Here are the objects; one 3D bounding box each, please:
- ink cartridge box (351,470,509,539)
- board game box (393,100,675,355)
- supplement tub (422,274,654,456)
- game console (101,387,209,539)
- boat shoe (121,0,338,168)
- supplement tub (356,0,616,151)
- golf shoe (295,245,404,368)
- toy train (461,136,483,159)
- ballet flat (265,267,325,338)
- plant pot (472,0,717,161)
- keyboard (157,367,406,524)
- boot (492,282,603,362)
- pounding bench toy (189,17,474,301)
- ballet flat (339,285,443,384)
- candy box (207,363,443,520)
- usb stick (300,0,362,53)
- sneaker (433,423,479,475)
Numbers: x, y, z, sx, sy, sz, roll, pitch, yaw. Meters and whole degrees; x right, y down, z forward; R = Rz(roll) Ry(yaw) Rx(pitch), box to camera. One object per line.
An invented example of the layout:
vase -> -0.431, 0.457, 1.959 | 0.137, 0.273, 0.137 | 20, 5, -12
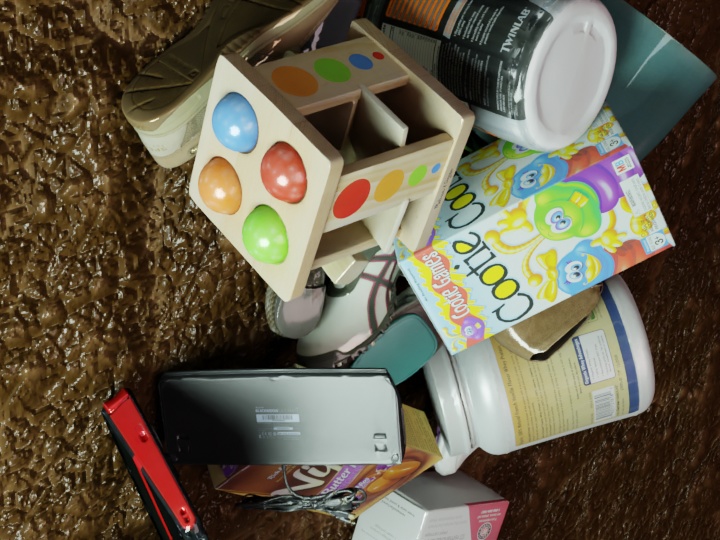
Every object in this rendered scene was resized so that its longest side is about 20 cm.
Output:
ink cartridge box -> 0.054, 0.312, 1.346 | 0.145, 0.082, 0.203 | 5, 106, -49
board game box -> 0.132, -0.040, 1.065 | 0.198, 0.105, 0.104 | -27, 122, 10
supplement tub -> 0.161, 0.088, 1.245 | 0.197, 0.145, 0.146 | -15, 128, -3
game console -> -0.132, 0.200, 1.011 | 0.031, 0.177, 0.202 | -29, 131, -16
boat shoe -> -0.085, -0.157, 0.964 | 0.199, 0.071, 0.065 | -41, 141, -12
supplement tub -> 0.089, -0.177, 1.037 | 0.122, 0.199, 0.124 | -25, 127, -37
golf shoe -> 0.000, 0.000, 1.147 | 0.200, 0.077, 0.088 | -50, 121, -24
toy train -> 0.081, -0.095, 1.156 | 0.199, 0.042, 0.056 | 26, 120, -37
ballet flat -> -0.036, -0.043, 1.091 | 0.067, 0.046, 0.203 | 13, 98, -33
plant pot -> 0.184, -0.162, 1.165 | 0.200, 0.201, 0.162 | 22, 109, -51
keyboard -> -0.061, 0.137, 1.047 | 0.021, 0.197, 0.129 | -47, 134, -71
boot -> 0.193, 0.002, 1.179 | 0.200, 0.075, 0.074 | -44, 155, -18
pounding bench toy -> -0.039, -0.051, 0.956 | 0.155, 0.124, 0.202 | -22, 145, -38
ballet flat -> 0.056, 0.037, 1.189 | 0.199, 0.064, 0.068 | -38, 123, -5
candy box -> -0.031, 0.155, 1.153 | 0.116, 0.057, 0.199 | -37, 144, 21
usb stick -> -0.051, -0.131, 1.037 | 0.055, 0.032, 0.203 | 13, 100, -51
sneaker -> 0.150, 0.132, 1.341 | 0.201, 0.099, 0.075 | -51, 161, -15
